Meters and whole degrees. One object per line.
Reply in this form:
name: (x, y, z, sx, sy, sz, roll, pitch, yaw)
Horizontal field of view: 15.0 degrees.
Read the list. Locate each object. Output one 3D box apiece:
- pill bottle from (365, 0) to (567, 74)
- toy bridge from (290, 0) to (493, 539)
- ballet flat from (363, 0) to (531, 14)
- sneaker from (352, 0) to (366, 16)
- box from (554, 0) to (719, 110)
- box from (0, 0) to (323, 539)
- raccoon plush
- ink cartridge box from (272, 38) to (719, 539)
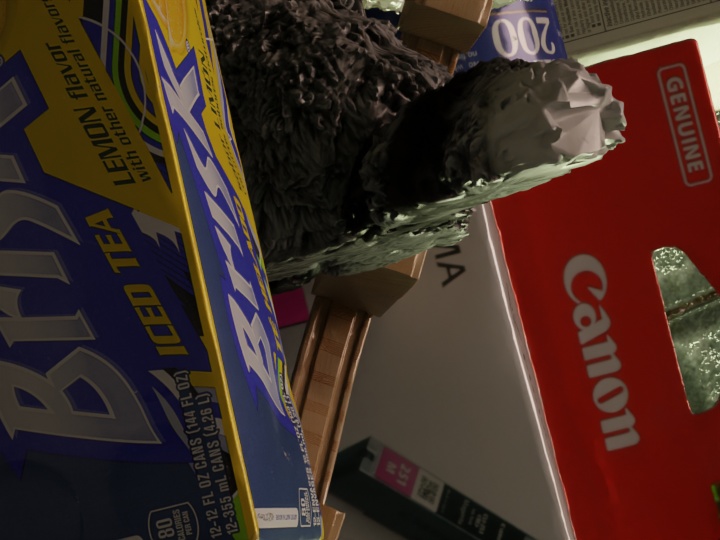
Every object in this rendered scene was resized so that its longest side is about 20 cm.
pill bottle: (0.044, -0.060, 1.221, 0.111, 0.110, 0.201, 18, 59, -79)
toy bridge: (0.002, -0.002, 0.880, 0.067, 0.027, 0.201, 129, -22, -74)
ballet flat: (0.010, -0.134, 1.114, 0.200, 0.072, 0.072, -7, 83, -55)
sneaker: (-0.041, -0.100, 0.917, 0.089, 0.076, 0.201, 93, -12, -80)
box: (0.103, -0.119, 1.392, 0.078, 0.199, 0.095, 63, 16, -54)
box: (-0.067, -0.028, 0.617, 0.064, 0.070, 0.201, 19, 57, -77)
raccoon plush: (-0.005, -0.072, 0.773, 0.097, 0.199, 0.135, -7, 81, -49)
ink cartridge box: (0.054, 0.037, 0.935, 0.044, 0.173, 0.201, -26, 102, -82)
